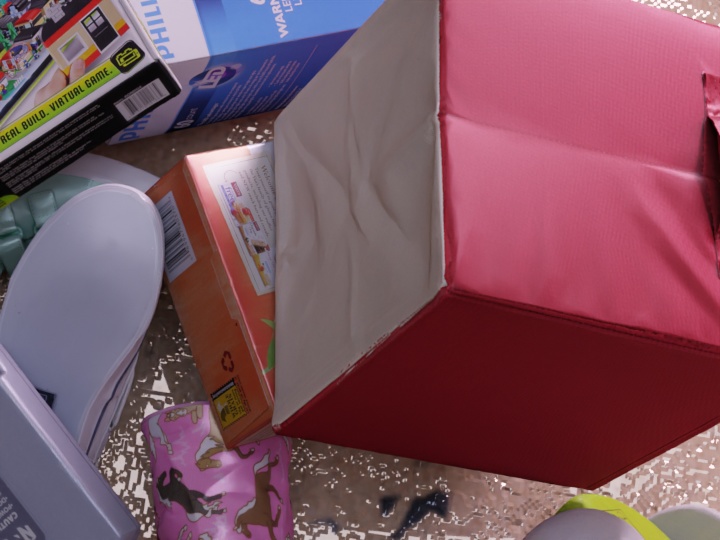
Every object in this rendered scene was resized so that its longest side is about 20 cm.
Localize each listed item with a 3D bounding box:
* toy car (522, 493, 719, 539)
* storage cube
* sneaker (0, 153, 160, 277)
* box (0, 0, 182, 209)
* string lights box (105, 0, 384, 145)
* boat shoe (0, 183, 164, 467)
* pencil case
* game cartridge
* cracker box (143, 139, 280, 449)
[{"bbox_3d":[0.136,0.212,1.010,0.150,0.174,0.201,-43,64,26],"label":"toy car"},{"bbox_3d":[0.074,-0.017,0.946,0.178,0.200,0.172,12,62,-24],"label":"storage cube"},{"bbox_3d":[-0.184,0.002,1.057,0.198,0.074,0.119,4,68,5],"label":"sneaker"},{"bbox_3d":[-0.195,-0.076,0.971,0.199,0.035,0.110,-33,63,0],"label":"box"},{"bbox_3d":[-0.037,-0.127,1.072,0.198,0.103,0.059,-13,77,-24],"label":"string lights box"},{"bbox_3d":[-0.148,0.048,1.023,0.073,0.065,0.201,25,100,-1],"label":"boat shoe"},{"bbox_3d":[-0.065,0.161,1.022,0.082,0.086,0.202,7,71,-40],"label":"pencil case"},{"bbox_3d":[-0.204,0.146,0.993,0.200,0.042,0.133,-40,90,17],"label":"game cartridge"},{"bbox_3d":[0.000,0.000,1.048,0.199,0.058,0.135,-12,75,-38],"label":"cracker box"}]
